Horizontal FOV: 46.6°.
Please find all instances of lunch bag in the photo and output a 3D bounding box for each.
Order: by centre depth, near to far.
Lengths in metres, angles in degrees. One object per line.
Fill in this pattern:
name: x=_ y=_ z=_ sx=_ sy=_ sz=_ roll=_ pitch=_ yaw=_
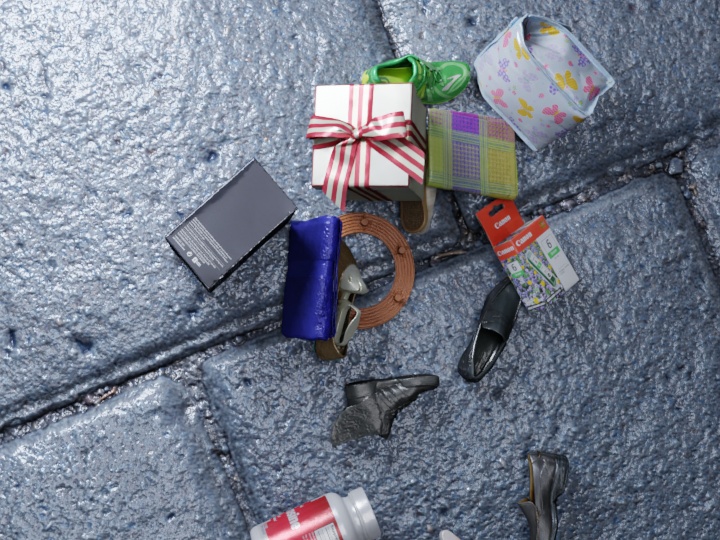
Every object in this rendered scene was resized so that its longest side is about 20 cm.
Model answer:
lunch bag: x=0.306 y=-0.334 z=1.440 sx=0.200 sy=0.169 sz=0.128 roll=42 pitch=65 yaw=-6

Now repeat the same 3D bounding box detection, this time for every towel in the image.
towel: x=-0.077 y=0.014 z=1.377 sx=0.049 sy=0.147 sz=0.204 roll=8 pitch=86 yaw=-29
towel: x=0.198 y=-0.202 z=1.461 sx=0.197 sy=0.023 sz=0.146 roll=4 pitch=81 yaw=-29

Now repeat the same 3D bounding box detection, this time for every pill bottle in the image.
pill bottle: x=-0.072 y=0.436 z=1.368 sx=0.197 sy=0.112 sz=0.114 roll=-22 pitch=91 yaw=-11

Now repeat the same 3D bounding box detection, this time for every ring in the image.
ring: x=0.000 y=0.000 z=1.451 sx=0.197 sy=0.019 sz=0.204 roll=1 pitch=87 yaw=-10

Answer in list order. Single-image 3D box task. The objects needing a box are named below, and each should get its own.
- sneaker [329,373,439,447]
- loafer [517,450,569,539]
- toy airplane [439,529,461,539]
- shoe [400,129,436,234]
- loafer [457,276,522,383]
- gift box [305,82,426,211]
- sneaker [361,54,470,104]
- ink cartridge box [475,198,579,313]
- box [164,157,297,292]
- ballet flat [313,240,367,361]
sneaker: x=0.042 y=0.238 z=1.428 sx=0.196 sy=0.060 sz=0.106 roll=-6 pitch=87 yaw=-5
loafer: x=0.309 y=0.418 z=1.466 sx=0.071 sy=0.073 sz=0.203 roll=14 pitch=75 yaw=-1
toy airplane: x=0.144 y=0.538 z=1.388 sx=0.197 sy=0.141 sz=0.203 roll=-8 pitch=88 yaw=-10
shoe: x=0.099 y=-0.162 z=1.464 sx=0.053 sy=0.069 sz=0.204 roll=9 pitch=80 yaw=-54
loafer: x=0.236 y=0.104 z=1.462 sx=0.067 sy=0.070 sz=0.203 roll=29 pitch=82 yaw=-8
gift box: x=0.023 y=-0.191 z=1.354 sx=0.181 sy=0.187 sz=0.204 roll=-4 pitch=84 yaw=14
sneaker: x=0.102 y=-0.331 z=1.453 sx=0.197 sy=0.084 sz=0.075 roll=-8 pitch=88 yaw=-11
ink cartridge box: x=0.294 y=-0.040 z=1.470 sx=0.108 sy=0.050 sz=0.202 roll=-33 pitch=94 yaw=-37
box: x=-0.205 y=-0.065 z=1.325 sx=0.182 sy=0.200 sz=0.104 roll=-42 pitch=94 yaw=-10
ballet flat: x=-0.027 y=0.054 z=1.393 sx=0.067 sy=0.072 sz=0.203 roll=18 pitch=83 yaw=-53
